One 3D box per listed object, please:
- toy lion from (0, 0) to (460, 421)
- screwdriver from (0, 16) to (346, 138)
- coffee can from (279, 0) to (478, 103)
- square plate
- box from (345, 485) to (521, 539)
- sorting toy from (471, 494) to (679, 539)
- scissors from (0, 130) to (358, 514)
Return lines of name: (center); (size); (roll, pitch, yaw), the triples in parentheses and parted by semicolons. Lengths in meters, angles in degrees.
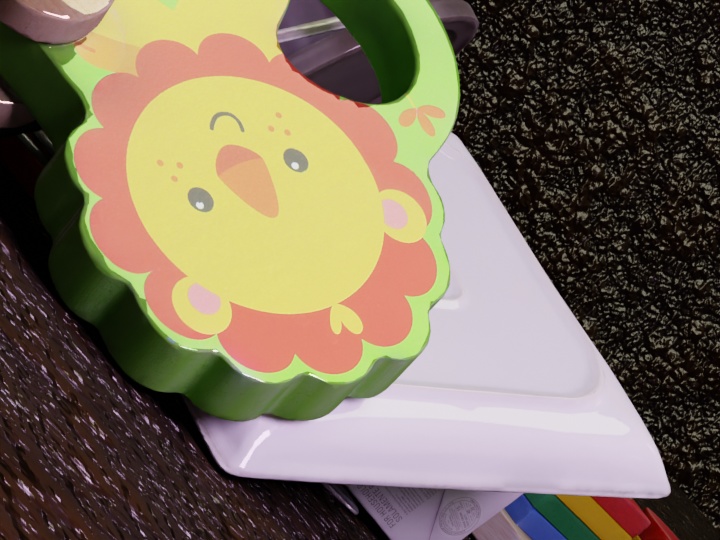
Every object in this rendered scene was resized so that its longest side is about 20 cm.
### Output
toy lion: (-0.036, -0.046, 1.003); (0.192, 0.069, 0.200); (50, 46, 8)
screwdriver: (-0.057, -0.082, 1.071); (0.028, 0.199, 0.029); (-14, -84, 57)
coffee can: (-0.055, -0.165, 1.342); (0.201, 0.146, 0.146); (64, 7, 9)
square plate: (0.000, 0.000, 1.071); (0.199, 0.028, 0.198); (6, 40, -37)
box: (-0.015, 0.017, 1.206); (0.117, 0.060, 0.200); (52, 2, -39)
sorting toy: (0.100, 0.114, 1.513); (0.199, 0.070, 0.200); (45, 6, -45)
scissors: (-0.070, 0.016, 1.068); (0.200, 0.014, 0.073); (50, 2, 2)
